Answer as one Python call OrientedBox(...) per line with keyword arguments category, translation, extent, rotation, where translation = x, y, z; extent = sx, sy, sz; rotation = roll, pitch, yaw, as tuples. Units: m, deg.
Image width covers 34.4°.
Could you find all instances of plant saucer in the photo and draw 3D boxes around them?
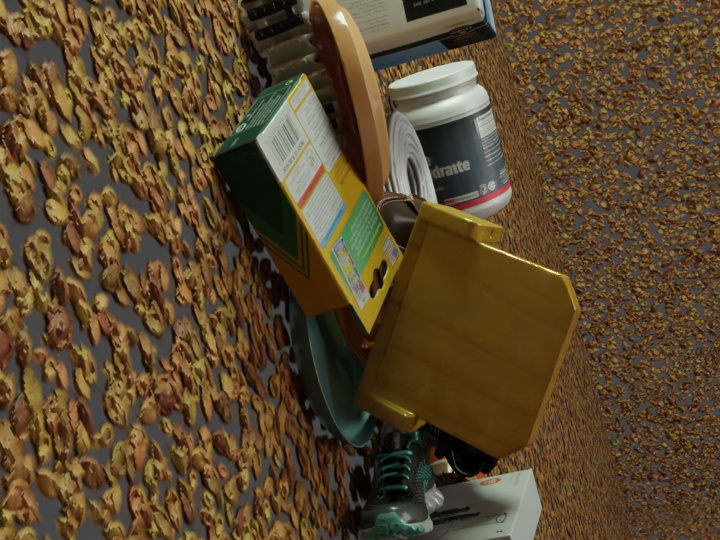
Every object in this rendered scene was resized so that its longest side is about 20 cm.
OrientedBox(category="plant saucer", translation=(-0.009, -0.164, 1.117), extent=(0.200, 0.032, 0.203), rotation=(165, -90, -82))
OrientedBox(category="plant saucer", translation=(-0.027, 0.070, 1.112), extent=(0.200, 0.027, 0.203), rotation=(-12, 90, -74))

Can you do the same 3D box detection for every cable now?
OrientedBox(category="cable", translation=(0.042, -0.090, 1.392), extent=(0.200, 0.068, 0.202), rotation=(55, 28, -55))

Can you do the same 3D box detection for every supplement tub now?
OrientedBox(category="supplement tub", translation=(0.122, -0.173, 1.603), extent=(0.140, 0.138, 0.203), rotation=(-57, 133, -68))

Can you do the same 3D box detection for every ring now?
OrientedBox(category="ring", translation=(0.000, 0.000, 1.177), extent=(0.200, 0.019, 0.203), rotation=(-12, 90, -74))

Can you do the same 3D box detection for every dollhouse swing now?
OrientedBox(category="dollhouse swing", translation=(0.114, 0.060, 1.100), extent=(0.182, 0.174, 0.203), rotation=(-3, 112, -74))

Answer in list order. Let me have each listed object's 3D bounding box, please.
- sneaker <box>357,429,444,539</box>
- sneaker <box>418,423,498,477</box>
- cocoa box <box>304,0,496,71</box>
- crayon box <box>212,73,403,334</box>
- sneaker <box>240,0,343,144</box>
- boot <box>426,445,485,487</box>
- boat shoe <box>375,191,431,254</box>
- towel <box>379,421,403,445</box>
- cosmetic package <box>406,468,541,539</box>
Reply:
OrientedBox(category="sneaker", translation=(0.033, 0.206, 1.138), extent=(0.200, 0.076, 0.093), rotation=(-13, 94, -82))
OrientedBox(category="sneaker", translation=(0.100, 0.169, 1.192), extent=(0.200, 0.073, 0.089), rotation=(141, -34, -65))
OrientedBox(category="cocoa box", translation=(0.038, -0.309, 1.299), extent=(0.131, 0.197, 0.135), rotation=(4, 74, -74))
OrientedBox(category="crayon box", translation=(-0.041, -0.053, 1.023), extent=(0.201, 0.051, 0.126), rotation=(60, 31, -23))
OrientedBox(category="sneaker", translation=(-0.058, -0.177, 1.116), extent=(0.081, 0.074, 0.203), rotation=(-27, 105, -83))
OrientedBox(category="boot", translation=(0.132, 0.266, 1.452), extent=(0.108, 0.074, 0.201), rotation=(-93, 162, -47))
OrientedBox(category="boat shoe", translation=(0.058, -0.047, 1.226), extent=(0.199, 0.069, 0.072), rotation=(-1, 87, -65))
OrientedBox(category="towel", translation=(0.066, 0.094, 1.314), extent=(0.191, 0.032, 0.203), rotation=(8, 88, -75))
OrientedBox(category="cosmetic package", translation=(0.099, 0.267, 1.183), extent=(0.200, 0.149, 0.052), rotation=(-32, 108, -74))
